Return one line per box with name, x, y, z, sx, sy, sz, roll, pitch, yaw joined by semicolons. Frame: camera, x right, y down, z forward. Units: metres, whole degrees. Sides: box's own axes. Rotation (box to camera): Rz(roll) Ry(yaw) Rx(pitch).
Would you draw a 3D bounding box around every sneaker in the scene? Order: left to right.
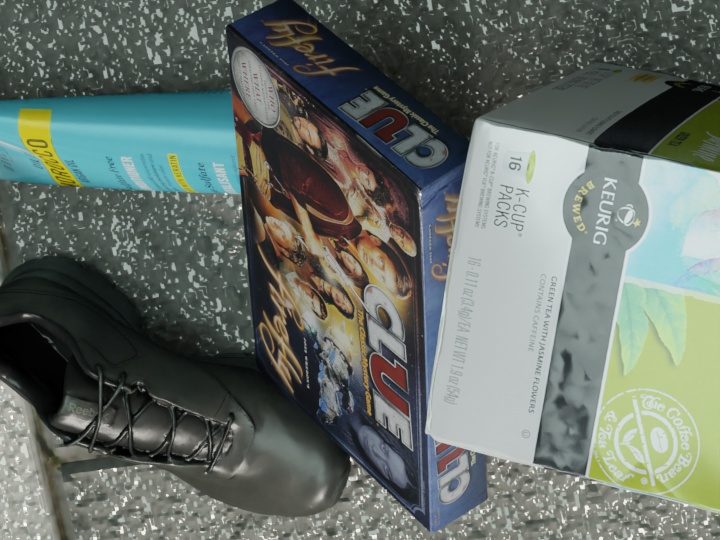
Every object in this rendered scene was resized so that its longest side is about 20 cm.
sneaker;-0.100;0.065;1.159;0.199;0.091;0.076;24;107;12

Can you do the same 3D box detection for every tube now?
tube;-0.099;-0.060;1.149;0.198;0.078;0.051;1;61;17

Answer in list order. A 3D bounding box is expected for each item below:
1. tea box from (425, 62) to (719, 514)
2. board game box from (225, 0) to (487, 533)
tea box;0.153;0.006;0.999;0.195;0.200;0.135;12;104;17
board game box;0.000;0.000;1.059;0.135;0.034;0.201;41;148;38
